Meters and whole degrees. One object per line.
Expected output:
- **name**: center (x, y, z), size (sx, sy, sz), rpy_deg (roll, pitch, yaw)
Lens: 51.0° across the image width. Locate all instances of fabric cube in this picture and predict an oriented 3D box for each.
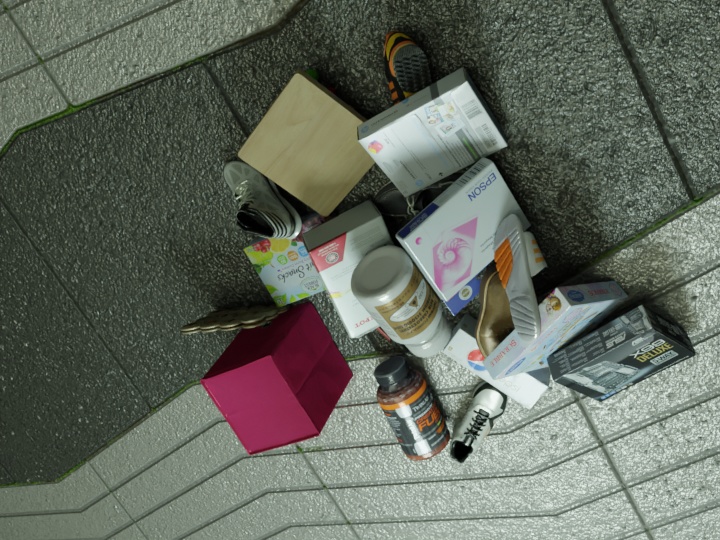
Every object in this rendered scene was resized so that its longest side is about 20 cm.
- **fabric cube**: center (-0.166, 0.219, 1.539), size (0.194, 0.200, 0.202), rpy_deg (-20, 109, 30)

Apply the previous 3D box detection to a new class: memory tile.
- **memory tile**: center (-0.256, 0.096, 1.539), size (0.197, 0.153, 0.017), rpy_deg (-7, 100, 24)

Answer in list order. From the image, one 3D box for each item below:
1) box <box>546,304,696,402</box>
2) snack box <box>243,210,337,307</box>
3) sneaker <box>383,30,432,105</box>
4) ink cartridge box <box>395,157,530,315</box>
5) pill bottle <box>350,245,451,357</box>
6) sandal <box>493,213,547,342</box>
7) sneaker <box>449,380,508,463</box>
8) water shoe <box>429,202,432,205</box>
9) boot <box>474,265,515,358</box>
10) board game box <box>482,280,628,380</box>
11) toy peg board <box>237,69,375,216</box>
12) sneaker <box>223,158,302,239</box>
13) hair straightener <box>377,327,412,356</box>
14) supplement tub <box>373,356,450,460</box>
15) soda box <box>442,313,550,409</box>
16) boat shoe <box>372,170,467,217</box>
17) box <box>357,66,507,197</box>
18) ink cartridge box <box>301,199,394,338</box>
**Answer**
- **box**: center (0.447, 0.147, 1.300), size (0.157, 0.050, 0.199), rpy_deg (25, 132, -37)
- **snack box**: center (-0.111, -0.025, 1.472), size (0.198, 0.053, 0.143), rpy_deg (-21, 109, 29)
- **sneaker**: center (0.081, -0.301, 1.246), size (0.069, 0.091, 0.201), rpy_deg (-20, 137, -4)
- **ink cartridge box**: center (0.187, -0.048, 1.259), size (0.196, 0.043, 0.201), rpy_deg (-42, 117, -4)
- **pill bottle**: center (0.077, 0.060, 1.305), size (0.113, 0.116, 0.200), rpy_deg (-15, 135, 27)
- **sandal**: center (0.266, 0.013, 1.208), size (0.079, 0.058, 0.210), rpy_deg (140, 125, -61)
- **sneaker**: center (0.235, 0.305, 1.500), size (0.073, 0.080, 0.202), rpy_deg (26, 122, 8)
- **water shoe**: center (0.118, -0.042, 1.331), size (0.078, 0.072, 0.201), rpy_deg (15, 144, 23)
- **boot**: center (0.248, 0.095, 1.306), size (0.075, 0.073, 0.202), rpy_deg (37, 144, 45)
- **board game box**: center (0.332, 0.101, 1.286), size (0.201, 0.198, 0.041), rpy_deg (-52, 58, 33)
- **toy peg board**: center (-0.077, -0.238, 1.335), size (0.198, 0.098, 0.200), rpy_deg (33, 126, -17)
- **sneaker**: center (-0.202, -0.135, 1.388), size (0.200, 0.115, 0.076), rpy_deg (45, 113, 17)
- **hair straightener**: center (0.044, 0.088, 1.479), size (0.077, 0.041, 0.200), rpy_deg (-37, 99, 33)
- **supplement tub**: center (0.098, 0.275, 1.520), size (0.106, 0.107, 0.202), rpy_deg (-17, 110, 28)
- **soda box**: center (0.259, 0.170, 1.426), size (0.199, 0.064, 0.068), rpy_deg (33, 123, 1)
- **boat shoe**: center (0.104, -0.130, 1.324), size (0.197, 0.063, 0.074), rpy_deg (-9, 113, 26)
- **box**: center (0.118, -0.219, 1.231), size (0.198, 0.042, 0.156), rpy_deg (-26, 134, 22)
- **ink cartridge box**: center (0.000, 0.000, 1.372), size (0.144, 0.083, 0.202), rpy_deg (-26, 120, -2)
